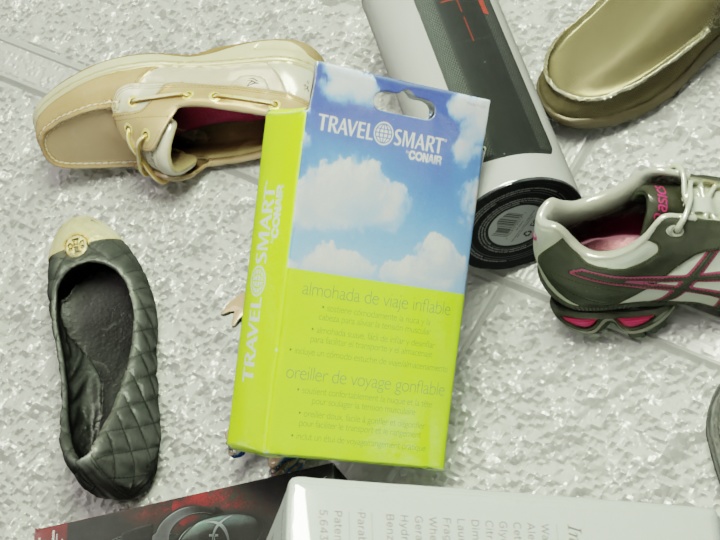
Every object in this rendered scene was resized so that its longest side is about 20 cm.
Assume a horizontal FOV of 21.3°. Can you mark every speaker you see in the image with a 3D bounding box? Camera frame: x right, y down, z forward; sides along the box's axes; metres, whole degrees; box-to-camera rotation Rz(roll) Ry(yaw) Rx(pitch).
[{"bbox_3d":[0.062,-0.102,1.126,0.081,0.081,0.201,-24,54,9],"label":"speaker"}]

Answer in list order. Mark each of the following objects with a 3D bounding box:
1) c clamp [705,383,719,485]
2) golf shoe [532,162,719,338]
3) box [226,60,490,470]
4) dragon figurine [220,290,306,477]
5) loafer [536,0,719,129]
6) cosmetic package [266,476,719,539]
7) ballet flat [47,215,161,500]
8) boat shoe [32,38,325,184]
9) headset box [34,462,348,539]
[{"bbox_3d":[0.256,0.099,0.957,0.199,0.027,0.172,-24,49,11],"label":"c clamp"},{"bbox_3d":[0.189,-0.017,1.015,0.198,0.088,0.078,-13,55,15],"label":"golf shoe"},{"bbox_3d":[0.000,0.000,1.012,0.048,0.121,0.202,5,87,55],"label":"box"},{"bbox_3d":[-0.027,0.020,1.088,0.058,0.100,0.201,18,66,18],"label":"dragon figurine"},{"bbox_3d":[0.184,-0.159,1.112,0.199,0.068,0.076,-35,53,1],"label":"loafer"},{"bbox_3d":[0.050,0.205,0.848,0.198,0.165,0.166,5,58,-10],"label":"cosmetic package"},{"bbox_3d":[-0.156,0.044,1.148,0.066,0.057,0.201,-22,55,9],"label":"ballet flat"},{"bbox_3d":[-0.117,-0.092,1.202,0.198,0.074,0.070,-12,51,17],"label":"boat shoe"},{"bbox_3d":[-0.089,0.202,1.013,0.198,0.077,0.150,-13,57,15],"label":"headset box"}]
